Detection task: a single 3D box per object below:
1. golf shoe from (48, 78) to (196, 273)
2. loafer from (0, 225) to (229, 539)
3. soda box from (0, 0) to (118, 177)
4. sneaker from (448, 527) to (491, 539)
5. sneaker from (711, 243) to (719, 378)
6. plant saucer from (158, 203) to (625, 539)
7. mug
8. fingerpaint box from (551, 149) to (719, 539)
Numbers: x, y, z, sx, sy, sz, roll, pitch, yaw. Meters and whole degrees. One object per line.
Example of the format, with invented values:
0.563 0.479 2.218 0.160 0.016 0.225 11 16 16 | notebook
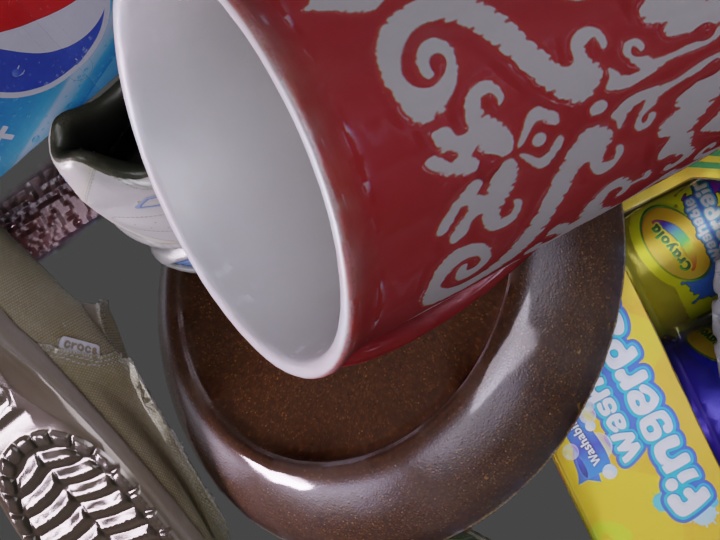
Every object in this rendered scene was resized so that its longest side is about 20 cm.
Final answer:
-0.018 -0.073 0.838 0.200 0.097 0.079 -39 58 19 | golf shoe
-0.111 0.048 0.928 0.075 0.068 0.200 -25 110 38 | loafer
-0.118 -0.096 0.859 0.200 0.068 0.064 -41 133 2 | soda box
0.067 0.165 0.917 0.200 0.090 0.067 42 96 0 | sneaker
0.159 -0.014 0.830 0.075 0.081 0.202 -1 92 1 | sneaker
0.000 0.000 0.884 0.199 0.032 0.202 -10 71 32 | plant saucer
0.036 -0.064 0.765 0.199 0.177 0.134 -25 86 -22 | mug
0.150 0.043 0.911 0.166 0.073 0.201 -25 92 5 | fingerpaint box
